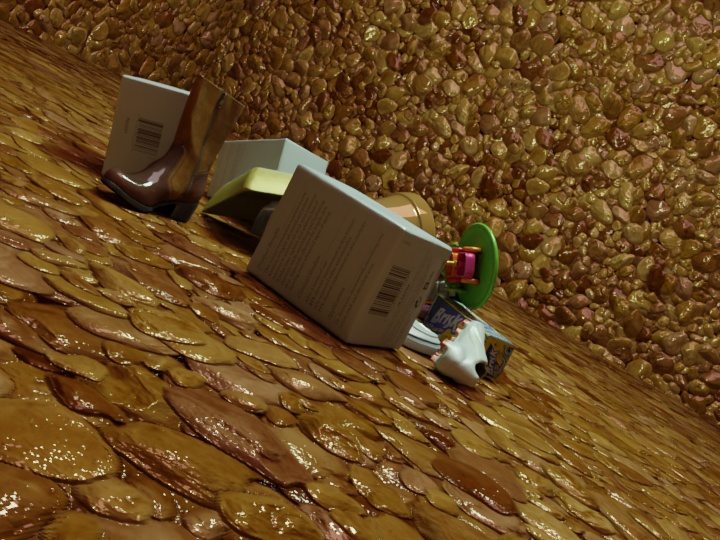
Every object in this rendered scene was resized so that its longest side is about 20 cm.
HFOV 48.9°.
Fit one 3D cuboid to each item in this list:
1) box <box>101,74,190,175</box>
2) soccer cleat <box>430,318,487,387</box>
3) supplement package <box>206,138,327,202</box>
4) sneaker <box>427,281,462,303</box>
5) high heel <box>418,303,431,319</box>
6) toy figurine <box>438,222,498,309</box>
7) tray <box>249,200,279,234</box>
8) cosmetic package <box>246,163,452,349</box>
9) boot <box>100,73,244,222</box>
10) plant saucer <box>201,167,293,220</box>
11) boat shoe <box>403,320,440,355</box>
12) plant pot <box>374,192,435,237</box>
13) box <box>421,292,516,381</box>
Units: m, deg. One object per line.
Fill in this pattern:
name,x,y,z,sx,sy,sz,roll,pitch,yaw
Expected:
box,-0.328,-0.220,1.265,0.105,0.155,0.200,13,9,-9
soccer cleat,0.163,0.130,1.206,0.077,0.070,0.200,38,19,10
supplement package,-0.179,-0.174,1.507,0.198,0.119,0.117,8,-10,44
sneaker,0.147,0.027,1.562,0.197,0.068,0.090,11,11,23
high heel,0.201,0.090,1.580,0.095,0.068,0.199,22,7,31
toy figurine,0.113,-0.015,1.386,0.181,0.153,0.200,4,1,-20
tray,-0.123,-0.085,1.318,0.105,0.023,0.200,5,-9,-13
cosmetic package,-0.014,-0.016,1.101,0.199,0.169,0.166,34,9,28
boot,-0.258,-0.178,1.116,0.068,0.202,0.187,32,8,33
plant saucer,-0.139,-0.122,1.314,0.197,0.049,0.199,7,-9,-30
boat shoe,0.045,0.059,1.219,0.198,0.067,0.074,29,7,-4
plant pot,0.060,-0.087,1.860,0.138,0.203,0.199,1,24,-41
box,0.183,0.112,1.381,0.064,0.071,0.200,24,9,-26
